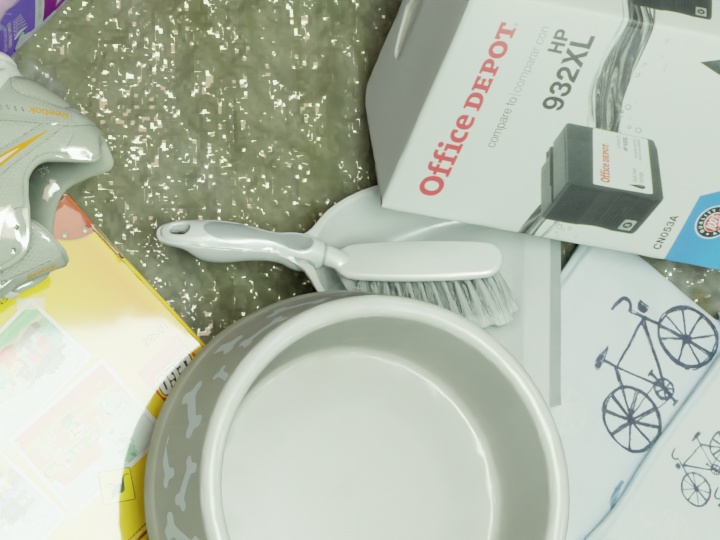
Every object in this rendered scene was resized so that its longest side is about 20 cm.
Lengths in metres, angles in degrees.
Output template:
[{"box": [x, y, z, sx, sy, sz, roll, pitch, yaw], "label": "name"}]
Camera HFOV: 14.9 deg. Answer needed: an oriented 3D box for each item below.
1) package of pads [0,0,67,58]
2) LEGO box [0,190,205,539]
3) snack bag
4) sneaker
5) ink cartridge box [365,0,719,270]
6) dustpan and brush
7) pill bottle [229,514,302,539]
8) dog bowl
[{"box": [-0.171, -0.161, 1.329, 0.076, 0.121, 0.200, 42, 75, 2], "label": "package of pads"}, {"box": [-0.166, 0.085, 1.317, 0.200, 0.077, 0.149, -43, 93, -15], "label": "LEGO box"}, {"box": [0.153, 0.085, 1.385, 0.200, 0.021, 0.189, 41, 53, 0], "label": "snack bag"}, {"box": [-0.187, -0.005, 1.254, 0.092, 0.076, 0.200, 28, 74, 11], "label": "sneaker"}, {"box": [0.119, -0.090, 1.360, 0.199, 0.145, 0.084, 10, 43, -16], "label": "ink cartridge box"}, {"box": [0.000, 0.000, 1.363, 0.199, 0.057, 0.140, 1, 47, 3], "label": "dustpan and brush"}, {"box": [-0.036, 0.218, 1.311, 0.113, 0.113, 0.200, -20, 86, -15], "label": "pill bottle"}, {"box": [0.005, 0.102, 1.256, 0.200, 0.059, 0.201, 3, 79, -18], "label": "dog bowl"}]
